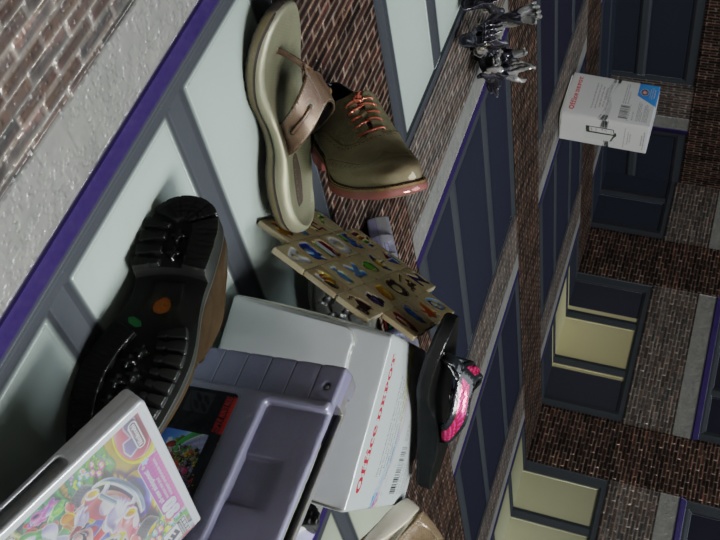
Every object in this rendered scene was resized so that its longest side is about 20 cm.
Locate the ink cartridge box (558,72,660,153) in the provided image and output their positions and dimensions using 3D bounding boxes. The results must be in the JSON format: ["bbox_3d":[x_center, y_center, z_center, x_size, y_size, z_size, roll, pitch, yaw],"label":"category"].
[{"bbox_3d":[0.560,-0.357,2.328,0.084,0.199,0.146,82,26,-50],"label":"ink cartridge box"}]

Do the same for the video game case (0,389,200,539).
[{"bbox_3d":[-0.181,0.178,0.588,0.200,0.018,0.143,-45,147,-27],"label":"video game case"}]

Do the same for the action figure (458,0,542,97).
[{"bbox_3d":[0.196,-0.311,1.412,0.200,0.102,0.119,23,67,-70],"label":"action figure"}]

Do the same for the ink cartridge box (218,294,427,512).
[{"bbox_3d":[-0.032,0.118,0.896,0.200,0.144,0.146,38,67,-72],"label":"ink cartridge box"}]

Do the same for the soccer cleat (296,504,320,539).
[{"bbox_3d":[-0.075,0.224,0.799,0.200,0.068,0.073,-88,-158,-82],"label":"soccer cleat"}]

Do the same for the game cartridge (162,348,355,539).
[{"bbox_3d":[-0.096,0.148,0.725,0.038,0.129,0.200,71,35,-50],"label":"game cartridge"}]

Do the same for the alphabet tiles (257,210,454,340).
[{"bbox_3d":[0.000,0.000,0.915,0.006,0.166,0.200,-57,168,17],"label":"alphabet tiles"}]

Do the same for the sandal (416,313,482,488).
[{"bbox_3d":[0.080,0.117,0.900,0.075,0.045,0.201,-55,153,-44],"label":"sandal"}]

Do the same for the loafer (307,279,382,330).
[{"bbox_3d":[-0.017,0.033,1.046,0.200,0.070,0.070,76,-5,-49],"label":"loafer"}]

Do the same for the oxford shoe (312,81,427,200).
[{"bbox_3d":[-0.002,-0.112,0.874,0.200,0.070,0.075,-139,-140,-60],"label":"oxford shoe"}]

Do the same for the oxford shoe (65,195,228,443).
[{"bbox_3d":[-0.130,0.056,0.688,0.085,0.072,0.201,75,31,-58],"label":"oxford shoe"}]

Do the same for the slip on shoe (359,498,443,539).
[{"bbox_3d":[-0.005,0.283,0.896,0.200,0.061,0.076,-35,158,-33],"label":"slip on shoe"}]

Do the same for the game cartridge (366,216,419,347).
[{"bbox_3d":[0.039,0.052,1.127,0.130,0.038,0.201,72,5,-50],"label":"game cartridge"}]

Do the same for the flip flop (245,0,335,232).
[{"bbox_3d":[-0.049,-0.122,0.840,0.081,0.057,0.201,-52,143,-55],"label":"flip flop"}]
